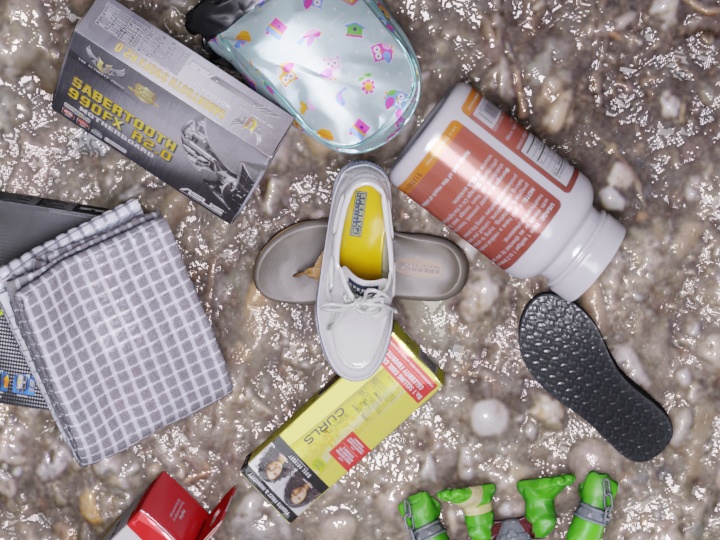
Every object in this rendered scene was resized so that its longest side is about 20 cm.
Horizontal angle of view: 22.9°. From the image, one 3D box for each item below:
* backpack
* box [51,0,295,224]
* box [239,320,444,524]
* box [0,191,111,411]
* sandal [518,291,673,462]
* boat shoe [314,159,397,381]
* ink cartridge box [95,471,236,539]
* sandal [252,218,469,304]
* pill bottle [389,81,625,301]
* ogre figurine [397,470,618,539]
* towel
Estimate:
[{"bbox_3d":[-0.038,-0.192,1.553,0.167,0.127,0.200,-40,100,7],"label":"backpack"},{"bbox_3d":[-0.168,-0.138,1.559,0.199,0.158,0.049,33,65,-4],"label":"box"},{"bbox_3d":[-0.016,0.142,1.661,0.200,0.050,0.075,-42,95,10],"label":"box"},{"bbox_3d":[-0.328,0.026,1.658,0.198,0.048,0.195,10,104,0],"label":"box"},{"bbox_3d":[0.210,0.098,1.645,0.075,0.048,0.201,-38,110,9],"label":"sandal"},{"bbox_3d":[0.002,0.011,1.558,0.074,0.086,0.204,5,108,-5],"label":"boat shoe"},{"bbox_3d":[-0.211,0.266,1.667,0.067,0.116,0.200,43,101,-6],"label":"ink cartridge box"},{"bbox_3d":[0.000,0.000,1.627,0.198,0.055,0.082,6,102,2],"label":"sandal"},{"bbox_3d":[0.132,-0.065,1.576,0.200,0.112,0.112,38,102,-5],"label":"pill bottle"},{"bbox_3d":[0.144,0.256,1.658,0.198,0.098,0.121,-7,84,-10],"label":"ogre figurine"},{"bbox_3d":[-0.220,0.057,1.599,0.165,0.086,0.201,-26,113,-15],"label":"towel"}]
